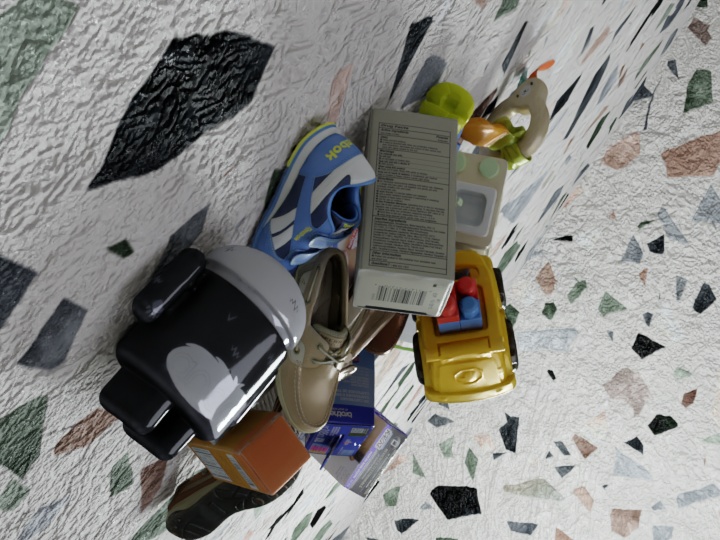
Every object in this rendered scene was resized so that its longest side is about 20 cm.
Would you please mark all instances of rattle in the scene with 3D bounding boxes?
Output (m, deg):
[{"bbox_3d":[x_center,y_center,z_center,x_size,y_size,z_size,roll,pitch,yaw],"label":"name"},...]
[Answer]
[{"bbox_3d":[0.219,-0.266,1.405,0.202,0.142,0.130,-68,-160,-9],"label":"rattle"}]

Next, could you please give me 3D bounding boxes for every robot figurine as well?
[{"bbox_3d":[-0.138,0.068,0.826,0.200,0.124,0.150,-49,175,-22],"label":"robot figurine"}]

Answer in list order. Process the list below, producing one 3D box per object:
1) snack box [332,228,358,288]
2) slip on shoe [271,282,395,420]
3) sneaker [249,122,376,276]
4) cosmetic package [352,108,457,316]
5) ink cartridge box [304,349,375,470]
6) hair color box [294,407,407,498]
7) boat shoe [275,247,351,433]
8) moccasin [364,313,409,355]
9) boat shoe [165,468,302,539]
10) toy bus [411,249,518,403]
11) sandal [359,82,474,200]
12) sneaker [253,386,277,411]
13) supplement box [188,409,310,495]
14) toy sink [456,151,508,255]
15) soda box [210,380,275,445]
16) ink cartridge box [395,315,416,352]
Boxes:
[{"bbox_3d":[-0.054,0.027,1.042,0.072,0.024,0.202,43,65,-34],"label":"snack box"},{"bbox_3d":[-0.032,0.105,1.076,0.201,0.060,0.076,-57,-167,-8],"label":"slip on shoe"},{"bbox_3d":[-0.051,-0.046,0.927,0.074,0.082,0.201,-36,158,-54],"label":"sneaker"},{"bbox_3d":[0.048,-0.063,0.986,0.088,0.102,0.203,103,-6,-62],"label":"cosmetic package"},{"bbox_3d":[-0.028,0.165,1.246,0.137,0.075,0.203,115,-23,-60],"label":"ink cartridge box"},{"bbox_3d":[-0.035,0.229,1.359,0.110,0.199,0.065,-54,136,-3],"label":"hair color box"},{"bbox_3d":[-0.045,0.075,0.990,0.071,0.065,0.203,6,86,-38],"label":"boat shoe"},{"bbox_3d":[0.046,0.004,1.128,0.078,0.073,0.204,147,-34,-85],"label":"moccasin"},{"bbox_3d":[-0.169,0.270,1.187,0.198,0.074,0.076,-29,127,10],"label":"boat shoe"},{"bbox_3d":[0.122,0.042,1.169,0.193,0.134,0.202,69,14,-58],"label":"toy bus"},{"bbox_3d":[0.071,-0.135,1.126,0.200,0.079,0.087,-47,162,-22],"label":"sandal"},{"bbox_3d":[-0.099,0.147,1.224,0.201,0.075,0.104,-57,167,19],"label":"sneaker"},{"bbox_3d":[-0.134,0.205,1.065,0.066,0.069,0.199,-41,-165,-24],"label":"supplement box"},{"bbox_3d":[0.144,-0.092,1.308,0.200,0.110,0.132,61,41,-74],"label":"toy sink"},{"bbox_3d":[-0.123,0.103,1.060,0.200,0.063,0.069,-44,161,-37],"label":"soda box"},{"bbox_3d":[0.095,0.058,1.393,0.200,0.146,0.077,127,-28,-62],"label":"ink cartridge box"}]
